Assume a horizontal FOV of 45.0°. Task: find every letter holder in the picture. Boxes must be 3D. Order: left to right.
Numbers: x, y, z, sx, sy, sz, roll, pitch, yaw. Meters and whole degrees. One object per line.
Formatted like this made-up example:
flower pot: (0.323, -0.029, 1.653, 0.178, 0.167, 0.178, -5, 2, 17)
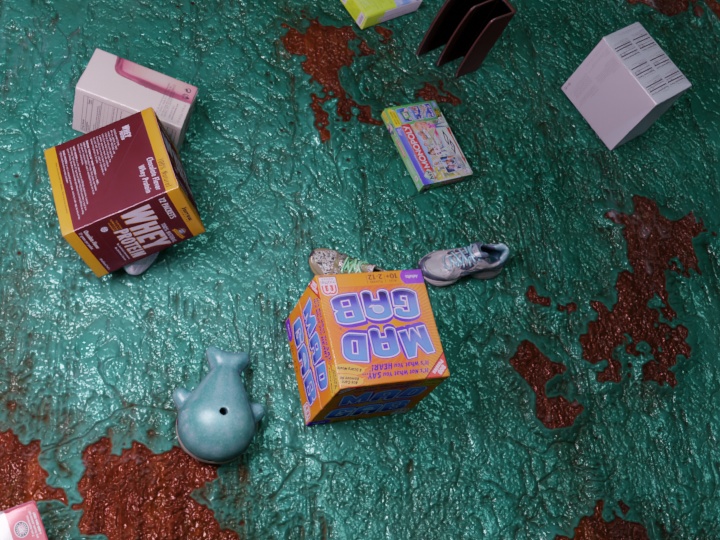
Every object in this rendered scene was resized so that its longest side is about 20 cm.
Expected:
letter holder: (0.229, -0.531, 1.951, 0.142, 0.200, 0.101, -29, 77, -31)

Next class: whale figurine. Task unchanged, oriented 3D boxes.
whale figurine: (-0.229, 0.214, 1.434, 0.158, 0.104, 0.201, 15, 59, -13)

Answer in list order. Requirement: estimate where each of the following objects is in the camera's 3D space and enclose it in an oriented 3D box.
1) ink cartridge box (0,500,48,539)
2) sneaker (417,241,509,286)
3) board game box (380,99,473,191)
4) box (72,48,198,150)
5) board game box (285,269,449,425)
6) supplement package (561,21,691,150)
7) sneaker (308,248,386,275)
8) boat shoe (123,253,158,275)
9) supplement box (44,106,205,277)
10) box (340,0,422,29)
ink cartridge box: (-0.533, 0.433, 1.211, 0.199, 0.083, 0.147, -16, 70, -28)
sneaker: (0.209, -0.026, 1.742, 0.199, 0.086, 0.078, -9, 66, -25)
board game box: (0.144, -0.273, 1.884, 0.134, 0.029, 0.201, -15, 70, -28)
box: (-0.420, -0.302, 1.620, 0.199, 0.128, 0.109, 21, 57, -10)
board game box: (0.005, 0.134, 1.511, 0.199, 0.200, 0.201, -3, 65, -23)
supplement package: (0.627, -0.436, 2.061, 0.147, 0.191, 0.200, -28, 77, -30)
sneaker: (0.000, 0.000, 1.646, 0.199, 0.089, 0.077, 24, 58, -8)
boat shoe: (-0.389, -0.080, 1.558, 0.071, 0.072, 0.201, 12, 57, 9)
supplement box: (-0.398, -0.133, 1.469, 0.199, 0.133, 0.198, -23, 57, -2)
box: (0.051, -0.649, 2.035, 0.200, 0.048, 0.122, -27, 76, -31)
